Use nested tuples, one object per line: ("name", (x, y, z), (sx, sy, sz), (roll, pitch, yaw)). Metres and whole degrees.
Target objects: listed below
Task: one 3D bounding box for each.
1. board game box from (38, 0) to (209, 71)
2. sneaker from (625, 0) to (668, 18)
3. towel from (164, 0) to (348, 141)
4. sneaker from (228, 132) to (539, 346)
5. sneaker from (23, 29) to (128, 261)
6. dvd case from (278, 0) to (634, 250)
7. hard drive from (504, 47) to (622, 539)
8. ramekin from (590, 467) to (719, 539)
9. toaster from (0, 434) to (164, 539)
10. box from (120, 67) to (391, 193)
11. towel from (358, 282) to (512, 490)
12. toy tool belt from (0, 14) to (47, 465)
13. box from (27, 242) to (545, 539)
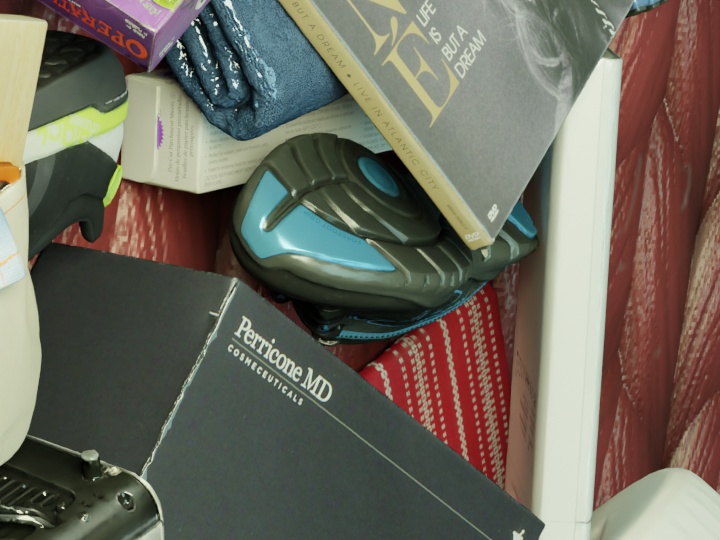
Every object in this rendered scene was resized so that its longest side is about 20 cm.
("board game box", (-0.060, -0.168, 0.940), (0.200, 0.120, 0.032), (-53, 168, -28))
("sneaker", (0.116, -0.161, 1.210), (0.200, 0.077, 0.085), (-38, 114, -61))
("towel", (-0.008, -0.127, 1.056), (0.200, 0.048, 0.112), (-34, 102, -47))
("sneaker", (0.000, 0.000, 1.081), (0.082, 0.073, 0.200), (-42, 163, 19))
("sneaker", (-0.138, -0.014, 0.921), (0.200, 0.072, 0.083), (-26, 125, -46))
("dvd case", (0.016, -0.129, 1.034), (0.200, 0.016, 0.149), (51, 47, -22))
("hard drive", (0.081, 0.007, 1.185), (0.132, 0.027, 0.201), (-99, -168, -80))
("ramekin", (0.098, 0.173, 1.210), (0.098, 0.200, 0.200), (48, 52, -1))
("toaster", (-0.174, 0.121, 0.822), (0.200, 0.180, 0.119), (-34, 129, -44))
("box", (-0.011, -0.065, 1.106), (0.200, 0.039, 0.042), (-17, 114, -51))
("towel", (0.004, 0.108, 1.203), (0.200, 0.022, 0.145), (-37, 128, -44))
("toy tool belt", (-0.167, 0.004, 0.756), (0.200, 0.125, 0.123), (-26, 145, -36))
("box", (-0.057, 0.120, 1.028), (0.200, 0.104, 0.182), (41, 69, -42))
